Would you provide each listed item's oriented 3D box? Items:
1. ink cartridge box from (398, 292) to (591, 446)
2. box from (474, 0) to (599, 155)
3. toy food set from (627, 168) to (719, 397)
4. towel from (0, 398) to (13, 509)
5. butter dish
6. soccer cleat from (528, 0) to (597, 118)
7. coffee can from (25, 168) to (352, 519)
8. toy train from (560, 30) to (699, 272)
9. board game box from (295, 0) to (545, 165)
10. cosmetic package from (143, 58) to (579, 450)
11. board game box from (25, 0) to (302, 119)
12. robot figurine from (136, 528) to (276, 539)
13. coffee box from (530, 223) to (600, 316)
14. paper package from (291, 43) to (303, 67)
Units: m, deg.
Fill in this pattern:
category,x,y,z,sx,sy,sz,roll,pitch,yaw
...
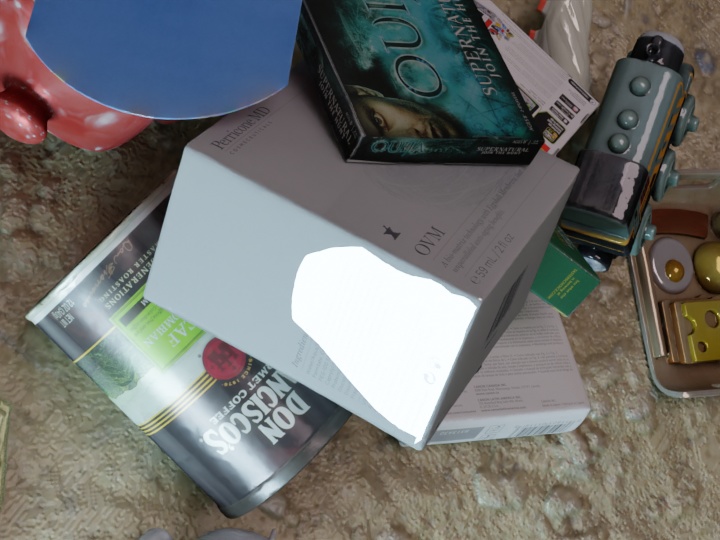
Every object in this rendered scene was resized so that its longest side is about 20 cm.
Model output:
category,x,y,z,sx,sy,sz,roll,pitch,yaw
ink cartridge box,0.083,0.039,1.218,0.160,0.050,0.201,-2,59,-26
box,0.085,-0.165,1.191,0.200,0.035,0.110,44,51,0
toy food set,0.313,0.010,1.318,0.143,0.060,0.201,-3,77,-27
towel,-0.331,0.139,0.981,0.199,0.036,0.149,14,71,-23
butter dish,-0.197,-0.149,1.025,0.199,0.200,0.148,42,62,-17
soccer cleat,0.172,-0.166,1.288,0.077,0.069,0.201,20,72,9
coffee can,-0.111,0.051,1.050,0.200,0.146,0.146,46,62,-8
toy train,0.222,-0.099,1.245,0.085,0.114,0.201,19,76,17
board game box,0.022,-0.150,0.965,0.135,0.028,0.201,-2,53,-30
cosmetic package,0.005,-0.025,0.956,0.199,0.123,0.199,26,34,11
board game box,-0.113,-0.170,0.928,0.157,0.039,0.201,8,64,-1
robot figurine,-0.112,0.250,1.014,0.200,0.113,0.170,-32,67,-29
coffee box,0.086,-0.052,1.146,0.200,0.123,0.044,33,105,-31
paper package,-0.100,-0.236,1.103,0.190,0.200,0.104,22,67,-19
